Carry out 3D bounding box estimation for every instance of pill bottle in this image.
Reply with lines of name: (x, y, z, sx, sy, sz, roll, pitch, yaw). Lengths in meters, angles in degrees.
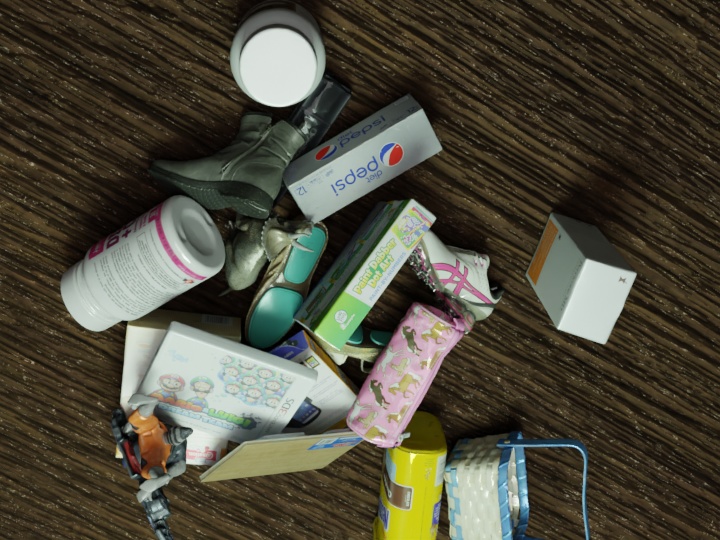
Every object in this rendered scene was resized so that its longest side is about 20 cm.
pill bottle: (-0.285, -0.005, 1.440, 0.200, 0.113, 0.114, -29, 110, 22)
pill bottle: (-0.099, -0.259, 1.333, 0.114, 0.200, 0.115, -1, 109, -4)

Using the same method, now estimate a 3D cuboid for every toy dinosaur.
toy dinosaur: (-0.149, -0.024, 1.451, 0.077, 0.103, 0.200, 28, 123, -32)

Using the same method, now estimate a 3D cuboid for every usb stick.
usb stick: (-0.084, -0.169, 1.456, 0.055, 0.033, 0.200, 29, 105, -23)

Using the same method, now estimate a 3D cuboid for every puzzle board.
puzzle board: (-0.102, 0.250, 1.524, 0.199, 0.017, 0.151, 0, 153, -34)

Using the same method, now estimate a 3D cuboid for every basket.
basket: (0.224, 0.313, 1.580, 0.199, 0.139, 0.177, 4, 112, 22)

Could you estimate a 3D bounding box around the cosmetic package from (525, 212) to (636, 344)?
cosmetic package: (0.283, 0.005, 1.452, 0.071, 0.200, 0.102, 17, 107, -10)

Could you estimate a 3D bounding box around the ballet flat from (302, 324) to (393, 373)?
ballet flat: (-0.001, 0.107, 1.542, 0.199, 0.071, 0.071, 17, 108, -11)

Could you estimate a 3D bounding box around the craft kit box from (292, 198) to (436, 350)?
craft kit box: (0.000, 0.000, 1.405, 0.048, 0.198, 0.200, 37, 86, -8)

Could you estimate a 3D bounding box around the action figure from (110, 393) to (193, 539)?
action figure: (-0.252, 0.253, 1.438, 0.104, 0.194, 0.201, -23, 80, -10)

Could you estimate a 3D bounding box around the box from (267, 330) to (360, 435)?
box: (-0.085, 0.163, 1.529, 0.119, 0.042, 0.200, -32, 131, 7)

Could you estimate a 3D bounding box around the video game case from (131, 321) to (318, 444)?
video game case: (-0.180, 0.156, 1.450, 0.199, 0.024, 0.182, 20, 135, -14)

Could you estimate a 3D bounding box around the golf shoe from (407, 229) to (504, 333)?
golf shoe: (0.124, -0.005, 1.493, 0.092, 0.073, 0.200, -41, 132, -3)

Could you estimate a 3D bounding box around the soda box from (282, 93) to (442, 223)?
soda box: (0.000, -0.144, 1.438, 0.200, 0.063, 0.068, -31, 122, 1)

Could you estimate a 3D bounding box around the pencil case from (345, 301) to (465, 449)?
pencil case: (0.061, 0.138, 1.480, 0.086, 0.083, 0.201, 29, 91, -2)

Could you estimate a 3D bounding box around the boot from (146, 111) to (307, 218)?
boot: (-0.169, -0.146, 1.436, 0.199, 0.068, 0.131, 14, 69, 27)

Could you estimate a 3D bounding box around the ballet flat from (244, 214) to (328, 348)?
ballet flat: (-0.101, 0.012, 1.501, 0.070, 0.065, 0.200, 23, 108, -23)

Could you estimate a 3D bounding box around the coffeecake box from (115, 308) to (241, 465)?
coffeecake box: (-0.252, 0.162, 1.539, 0.153, 0.073, 0.201, 7, 109, -8)

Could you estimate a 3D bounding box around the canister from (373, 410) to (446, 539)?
canister: (0.070, 0.317, 1.578, 0.086, 0.149, 0.201, 4, 107, -5)
